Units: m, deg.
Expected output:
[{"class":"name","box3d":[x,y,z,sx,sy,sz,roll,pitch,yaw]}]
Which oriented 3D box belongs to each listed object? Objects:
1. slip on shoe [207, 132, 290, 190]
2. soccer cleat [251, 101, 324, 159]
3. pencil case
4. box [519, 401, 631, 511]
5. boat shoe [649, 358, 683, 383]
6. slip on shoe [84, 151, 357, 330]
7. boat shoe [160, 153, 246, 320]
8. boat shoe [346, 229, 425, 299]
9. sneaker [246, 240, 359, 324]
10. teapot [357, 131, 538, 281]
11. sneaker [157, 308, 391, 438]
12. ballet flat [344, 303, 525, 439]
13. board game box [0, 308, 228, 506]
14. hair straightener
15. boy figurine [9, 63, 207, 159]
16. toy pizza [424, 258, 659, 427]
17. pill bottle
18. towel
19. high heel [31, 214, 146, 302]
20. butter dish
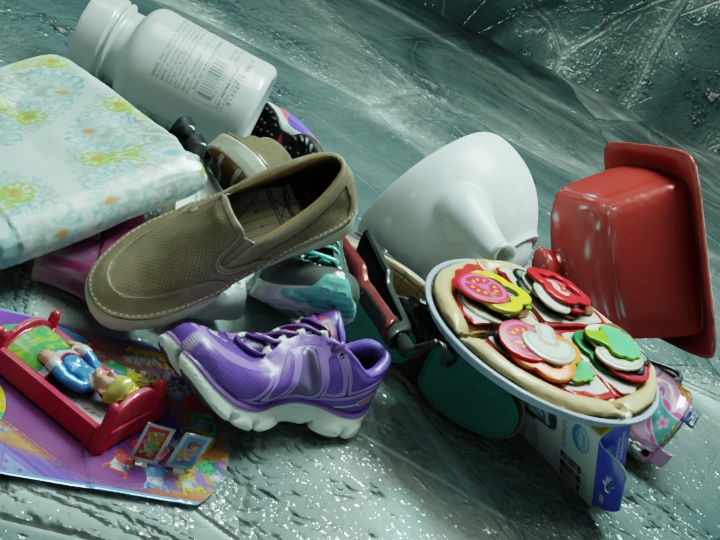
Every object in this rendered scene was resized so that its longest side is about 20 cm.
[{"class":"slip on shoe","box3d":[-0.092,-0.092,0.909,0.076,0.061,0.200,57,-8,-5]},{"class":"soccer cleat","box3d":[-0.063,-0.125,1.135,0.073,0.068,0.200,16,23,-40]},{"class":"pencil case","box3d":[0.214,0.101,0.964,0.200,0.088,0.087,34,22,6]},{"class":"box","box3d":[0.155,0.106,0.844,0.041,0.119,0.200,-34,55,-18]},{"class":"boat shoe","box3d":[0.237,0.086,1.053,0.200,0.062,0.075,29,24,-2]},{"class":"slip on shoe","box3d":[-0.093,-0.024,0.691,0.200,0.061,0.076,-20,66,-14]},{"class":"boat shoe","box3d":[-0.125,-0.029,0.833,0.068,0.072,0.200,16,25,-21]},{"class":"boat shoe","box3d":[0.000,0.000,0.935,0.200,0.072,0.065,27,26,8]},{"class":"sneaker","box3d":[-0.044,-0.013,0.793,0.077,0.091,0.200,17,-1,-18]},{"class":"teapot","box3d":[0.103,-0.028,1.004,0.200,0.197,0.146,-23,74,-47]},{"class":"sneaker","box3d":[-0.053,0.057,0.694,0.081,0.084,0.200,43,16,34]},{"class":"ballet flat","box3d":[0.056,0.068,0.864,0.200,0.069,0.063,34,15,9]},{"class":"board game box","box3d":[-0.165,0.065,0.624,0.200,0.039,0.158,18,25,-29]},{"class":"hair straightener","box3d":[0.033,0.019,0.811,0.077,0.041,0.200,10,20,-27]},{"class":"boy figurine","box3d":[-0.246,-0.134,0.929,0.200,0.064,0.124,17,28,-37]},{"class":"toy pizza","box3d":[0.144,0.043,0.782,0.200,0.032,0.200,21,27,-11]},{"class":"pill bottle","box3d":[-0.199,-0.209,1.078,0.200,0.115,0.114,28,22,-6]},{"class":"towel","box3d":[-0.240,-0.089,0.755,0.171,0.048,0.200,-29,52,-34]},{"class":"high heel","box3d":[-0.170,-0.035,0.789,0.096,0.067,0.200,19,28,-2]},{"class":"butter dish","box3d":[0.239,-0.014,0.990,0.147,0.200,0.200,-13,13,-9]}]
